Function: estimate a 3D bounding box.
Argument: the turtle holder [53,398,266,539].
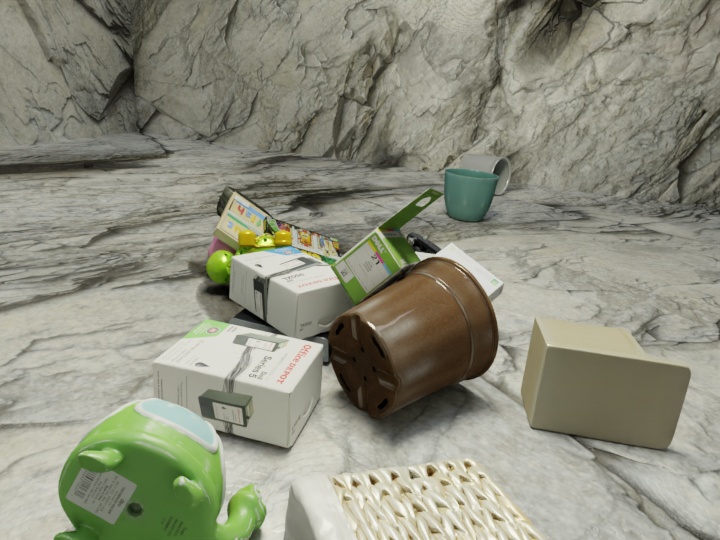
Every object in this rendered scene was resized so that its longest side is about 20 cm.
[{"bbox_3d":[-0.182,0.198,0.523,0.179,0.145,0.132,4,18,-1],"label":"turtle holder"}]

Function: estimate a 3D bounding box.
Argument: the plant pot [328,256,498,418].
[{"bbox_3d":[0.070,0.107,0.805,0.195,0.206,0.198,-21,31,-37],"label":"plant pot"}]

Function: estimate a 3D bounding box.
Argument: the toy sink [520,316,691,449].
[{"bbox_3d":[0.351,0.160,0.799,0.193,0.134,0.112,7,18,7],"label":"toy sink"}]

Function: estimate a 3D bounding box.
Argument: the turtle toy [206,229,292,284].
[{"bbox_3d":[-0.221,-0.008,1.124,0.193,0.151,0.101,1,0,-12],"label":"turtle toy"}]

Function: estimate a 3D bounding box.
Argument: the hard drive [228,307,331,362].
[{"bbox_3d":[-0.129,0.101,0.961,0.194,0.044,0.135,10,20,13],"label":"hard drive"}]

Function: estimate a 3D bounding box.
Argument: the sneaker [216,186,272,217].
[{"bbox_3d":[-0.330,-0.142,1.559,0.197,0.116,0.076,32,11,-9],"label":"sneaker"}]

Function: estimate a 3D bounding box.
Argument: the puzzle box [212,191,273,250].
[{"bbox_3d":[-0.229,-0.076,1.227,0.198,0.025,0.135,35,40,-21],"label":"puzzle box"}]

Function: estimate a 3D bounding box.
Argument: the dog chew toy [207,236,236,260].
[{"bbox_3d":[-0.289,-0.061,1.264,0.121,0.128,0.201,9,27,11],"label":"dog chew toy"}]

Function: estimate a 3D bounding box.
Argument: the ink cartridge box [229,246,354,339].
[{"bbox_3d":[-0.120,0.033,0.957,0.197,0.087,0.142,24,25,39],"label":"ink cartridge box"}]

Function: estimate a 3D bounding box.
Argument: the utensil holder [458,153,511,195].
[{"bbox_3d":[0.584,-0.459,2.547,0.167,0.175,0.197,-12,23,-40],"label":"utensil holder"}]

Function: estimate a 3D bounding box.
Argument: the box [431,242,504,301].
[{"bbox_3d":[0.156,0.046,1.028,0.198,0.037,0.144,-34,56,-23],"label":"box"}]

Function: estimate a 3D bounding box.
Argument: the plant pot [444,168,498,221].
[{"bbox_3d":[0.396,-0.274,1.977,0.194,0.166,0.201,5,18,-2],"label":"plant pot"}]

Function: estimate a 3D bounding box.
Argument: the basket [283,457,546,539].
[{"bbox_3d":[0.041,0.260,0.337,0.156,0.204,0.200,0,19,-26],"label":"basket"}]

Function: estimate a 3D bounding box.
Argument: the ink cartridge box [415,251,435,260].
[{"bbox_3d":[0.167,0.034,1.168,0.141,0.086,0.200,9,20,11],"label":"ink cartridge box"}]

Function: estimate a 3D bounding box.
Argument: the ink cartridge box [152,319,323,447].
[{"bbox_3d":[-0.162,0.150,0.750,0.194,0.087,0.146,10,20,11],"label":"ink cartridge box"}]

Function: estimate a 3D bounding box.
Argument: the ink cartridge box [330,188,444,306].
[{"bbox_3d":[0.065,-0.039,0.876,0.077,0.198,0.147,55,17,8],"label":"ink cartridge box"}]

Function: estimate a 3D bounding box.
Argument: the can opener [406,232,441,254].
[{"bbox_3d":[0.186,-0.052,1.446,0.077,0.065,0.199,-4,21,-27],"label":"can opener"}]

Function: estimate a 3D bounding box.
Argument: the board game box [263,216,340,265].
[{"bbox_3d":[-0.133,-0.054,1.257,0.196,0.023,0.107,17,49,-31],"label":"board game box"}]
